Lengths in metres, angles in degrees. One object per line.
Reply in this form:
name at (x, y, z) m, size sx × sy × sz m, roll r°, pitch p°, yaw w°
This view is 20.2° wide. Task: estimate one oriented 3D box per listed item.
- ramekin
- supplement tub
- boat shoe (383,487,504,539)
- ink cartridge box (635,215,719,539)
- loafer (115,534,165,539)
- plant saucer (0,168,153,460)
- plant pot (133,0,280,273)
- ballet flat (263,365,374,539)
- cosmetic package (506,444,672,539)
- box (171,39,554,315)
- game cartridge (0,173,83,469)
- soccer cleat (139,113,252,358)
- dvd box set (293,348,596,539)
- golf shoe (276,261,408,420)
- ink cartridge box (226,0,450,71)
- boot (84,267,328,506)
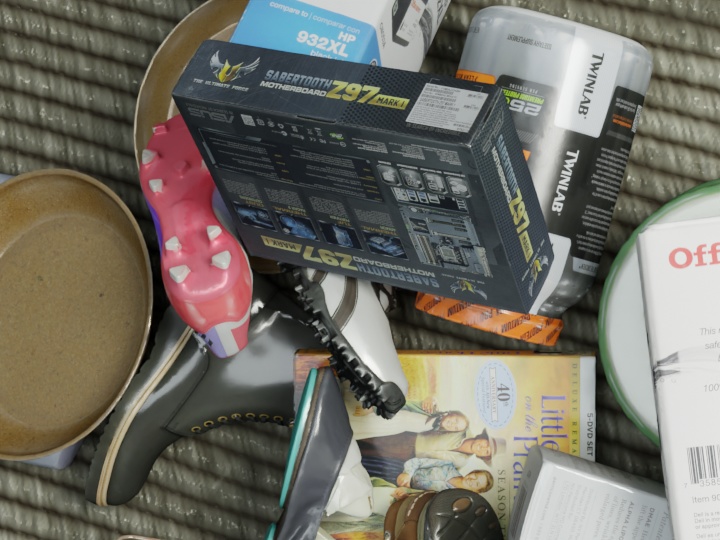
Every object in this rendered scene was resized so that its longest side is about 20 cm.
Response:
ramekin at (0.243, 0.036, 1.261) m, size 0.199 × 0.098 × 0.201 m, roll -1°, pitch 88°, yaw 17°
supplement tub at (0.106, -0.060, 1.294) m, size 0.122 × 0.123 × 0.201 m, roll 15°, pitch 92°, yaw 16°
boat shoe at (0.062, 0.234, 1.293) m, size 0.074 × 0.076 × 0.201 m, roll -2°, pitch 100°, yaw 48°
ink cartridge box at (0.241, 0.068, 1.156) m, size 0.145 × 0.084 × 0.201 m, roll -6°, pitch 85°, yaw 6°
loafer at (-0.081, 0.220, 1.357) m, size 0.199 × 0.072 × 0.063 m, roll 4°, pitch 120°, yaw 19°
plant saucer at (-0.214, 0.032, 1.375) m, size 0.200 × 0.035 × 0.201 m, roll -7°, pitch 75°, yaw 29°
plant pot at (-0.060, -0.097, 1.394) m, size 0.199 × 0.027 × 0.201 m, roll -1°, pitch 88°, yaw 16°
ballet flat at (-0.030, 0.162, 1.289) m, size 0.073 × 0.073 × 0.201 m, roll 20°, pitch 95°, yaw 16°
cosmetic package at (0.195, 0.173, 1.248) m, size 0.199 × 0.102 × 0.074 m, roll 16°, pitch 92°, yaw 0°
box at (0.004, -0.055, 1.189) m, size 0.199 × 0.158 × 0.051 m, roll 12°, pitch 57°, yaw 28°
game cartridge at (-0.239, 0.035, 1.438) m, size 0.133 × 0.040 × 0.201 m, roll 9°, pitch 91°, yaw 13°
soccer cleat at (-0.105, -0.029, 1.326) m, size 0.066 × 0.077 × 0.200 m, roll -14°, pitch 40°, yaw 0°
dvd box set at (0.056, 0.125, 1.325) m, size 0.199 × 0.029 × 0.147 m, roll 1°, pitch 95°, yaw 6°
golf shoe at (0.000, 0.000, 1.299) m, size 0.094 × 0.078 × 0.200 m, roll -24°, pitch 60°, yaw -5°
ink cartridge box at (-0.003, -0.172, 1.282) m, size 0.083 × 0.145 × 0.201 m, roll 18°, pitch 67°, yaw 13°
boot at (-0.092, 0.101, 1.378) m, size 0.138 × 0.077 × 0.200 m, roll 29°, pitch 109°, yaw 0°
